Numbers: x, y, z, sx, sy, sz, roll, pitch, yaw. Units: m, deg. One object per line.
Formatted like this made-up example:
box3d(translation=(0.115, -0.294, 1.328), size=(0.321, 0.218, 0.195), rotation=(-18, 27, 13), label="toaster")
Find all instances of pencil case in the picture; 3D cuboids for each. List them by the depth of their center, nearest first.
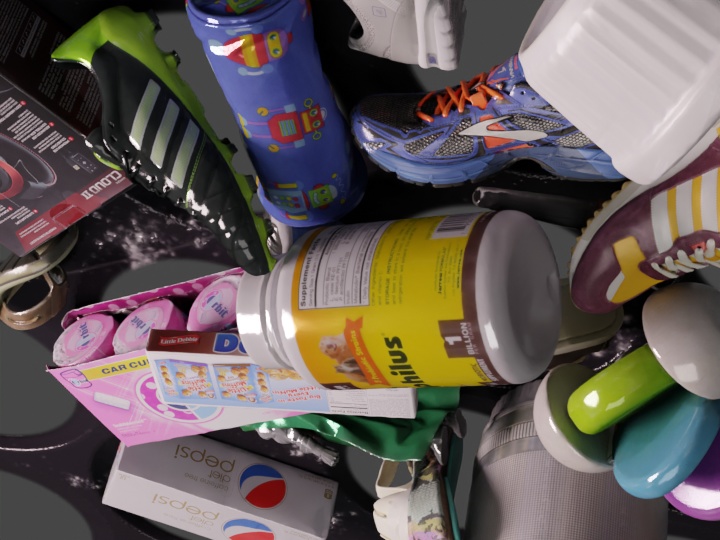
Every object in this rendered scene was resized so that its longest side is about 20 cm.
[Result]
box3d(translation=(-0.052, -0.119, 1.019), size=(0.078, 0.087, 0.200), rotation=(-20, 138, -2), label="pencil case")

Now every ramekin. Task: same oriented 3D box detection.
box3d(translation=(0.164, -0.154, 0.835), size=(0.094, 0.203, 0.203), rotation=(32, 139, -3), label="ramekin")

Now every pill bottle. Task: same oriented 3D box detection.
box3d(translation=(0.022, 0.022, 1.032), size=(0.199, 0.110, 0.109), rotation=(-4, 139, 30), label="pill bottle")

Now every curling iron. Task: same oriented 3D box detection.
box3d(translation=(0.154, -0.026, 1.060), size=(0.199, 0.050, 0.026), rotation=(16, -173, -37), label="curling iron")

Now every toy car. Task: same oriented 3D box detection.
box3d(translation=(0.235, 0.100, 1.107), size=(0.199, 0.150, 0.175), rotation=(-7, 154, -44), label="toy car")

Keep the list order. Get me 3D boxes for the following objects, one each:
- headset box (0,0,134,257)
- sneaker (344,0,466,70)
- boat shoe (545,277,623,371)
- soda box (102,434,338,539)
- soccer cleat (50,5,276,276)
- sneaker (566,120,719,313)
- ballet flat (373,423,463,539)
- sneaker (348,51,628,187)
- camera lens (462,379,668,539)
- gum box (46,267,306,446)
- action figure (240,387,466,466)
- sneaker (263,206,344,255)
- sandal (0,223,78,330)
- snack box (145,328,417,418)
box3d(translation=(-0.244, -0.103, 1.091), size=(0.200, 0.075, 0.148), rotation=(38, 135, -27), label="headset box")
box3d(translation=(0.009, -0.189, 0.918), size=(0.082, 0.075, 0.200), rotation=(0, 140, 13), label="sneaker")
box3d(translation=(0.091, 0.049, 1.149), size=(0.199, 0.072, 0.060), rotation=(-8, 153, -19), label="boat shoe")
box3d(translation=(-0.126, 0.201, 1.434), size=(0.199, 0.064, 0.068), rotation=(19, 141, -9), label="soda box")
box3d(translation=(-0.125, -0.075, 1.028), size=(0.081, 0.200, 0.068), rotation=(-31, 178, -4), label="soccer cleat")
box3d(translation=(0.214, -0.027, 0.995), size=(0.075, 0.090, 0.200), rotation=(7, 132, -49), label="sneaker")
box3d(translation=(0.047, 0.180, 1.263), size=(0.071, 0.200, 0.069), rotation=(-4, 113, 5), label="ballet flat")
box3d(translation=(0.091, -0.106, 1.013), size=(0.199, 0.076, 0.079), rotation=(-2, 130, 6), label="sneaker")
box3d(translation=(0.162, 0.207, 1.255), size=(0.159, 0.201, 0.160), rotation=(7, 141, 6), label="camera lens")
box3d(translation=(-0.144, 0.073, 1.282), size=(0.199, 0.066, 0.114), rotation=(-13, 135, 28), label="gum box")
box3d(translation=(-0.016, 0.121, 1.290), size=(0.199, 0.118, 0.055), rotation=(3, 115, 27), label="action figure")
box3d(translation=(0.000, 0.000, 1.161), size=(0.077, 0.076, 0.200), rotation=(-21, 140, 26), label="sneaker")
box3d(translation=(-0.257, 0.015, 1.234), size=(0.057, 0.080, 0.201), rotation=(42, 145, -7), label="sandal")
box3d(translation=(-0.058, 0.078, 1.193), size=(0.199, 0.024, 0.072), rotation=(3, 143, 8), label="snack box")
